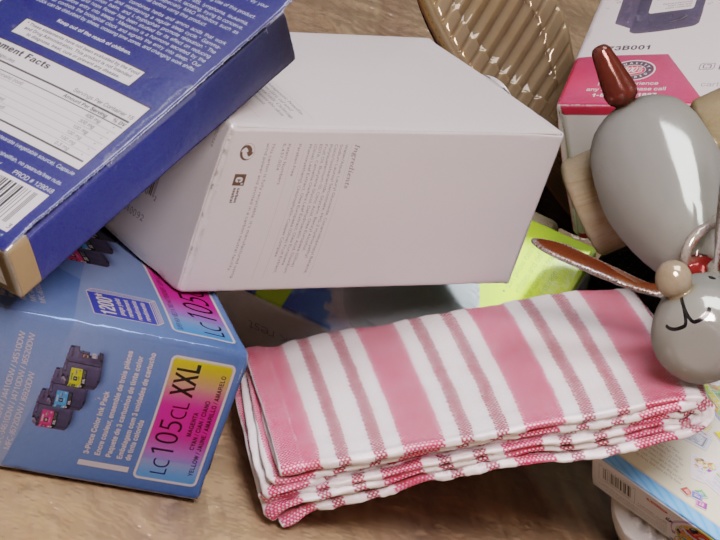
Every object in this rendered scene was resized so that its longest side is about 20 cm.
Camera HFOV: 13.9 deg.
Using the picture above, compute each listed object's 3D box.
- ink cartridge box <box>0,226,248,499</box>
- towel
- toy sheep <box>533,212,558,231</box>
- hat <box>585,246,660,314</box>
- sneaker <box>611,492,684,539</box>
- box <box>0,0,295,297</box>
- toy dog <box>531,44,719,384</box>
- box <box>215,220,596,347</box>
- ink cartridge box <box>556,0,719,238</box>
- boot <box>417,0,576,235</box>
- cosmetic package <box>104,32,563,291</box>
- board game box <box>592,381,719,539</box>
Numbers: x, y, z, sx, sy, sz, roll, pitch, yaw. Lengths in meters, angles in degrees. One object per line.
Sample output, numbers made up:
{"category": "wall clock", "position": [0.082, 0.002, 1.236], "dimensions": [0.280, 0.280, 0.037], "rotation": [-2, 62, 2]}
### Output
{"category": "ink cartridge box", "position": [-0.163, 0.021, 1.246], "dimensions": [0.199, 0.077, 0.137], "rotation": [10, 20, -22]}
{"category": "towel", "position": [0.046, 0.056, 1.307], "dimensions": [0.199, 0.030, 0.146], "rotation": [-9, 22, -5]}
{"category": "toy sheep", "position": [0.011, -0.056, 1.557], "dimensions": [0.199, 0.139, 0.138], "rotation": [17, 18, -3]}
{"category": "hat", "position": [0.190, 0.066, 1.434], "dimensions": [0.200, 0.201, 0.081], "rotation": [22, 58, 7]}
{"category": "sneaker", "position": [0.212, 0.116, 1.365], "dimensions": [0.199, 0.080, 0.079], "rotation": [-6, 58, -6]}
{"category": "box", "position": [-0.115, -0.079, 1.229], "dimensions": [0.121, 0.033, 0.200], "rotation": [26, 57, 35]}
{"category": "toy dog", "position": [0.136, -0.037, 1.317], "dimensions": [0.097, 0.132, 0.200], "rotation": [57, -7, -24]}
{"category": "box", "position": [0.000, 0.000, 1.435], "dimensions": [0.199, 0.048, 0.122], "rotation": [24, 50, 12]}
{"category": "ink cartridge box", "position": [0.194, -0.103, 1.518], "dimensions": [0.144, 0.085, 0.200], "rotation": [1, 34, 18]}
{"category": "boot", "position": [0.072, -0.092, 1.646], "dimensions": [0.200, 0.072, 0.166], "rotation": [48, -20, -13]}
{"category": "cosmetic package", "position": [-0.021, -0.051, 1.328], "dimensions": [0.199, 0.085, 0.108], "rotation": [1, 27, -41]}
{"category": "board game box", "position": [0.221, 0.096, 1.305], "dimensions": [0.200, 0.135, 0.034], "rotation": [36, -19, 20]}
